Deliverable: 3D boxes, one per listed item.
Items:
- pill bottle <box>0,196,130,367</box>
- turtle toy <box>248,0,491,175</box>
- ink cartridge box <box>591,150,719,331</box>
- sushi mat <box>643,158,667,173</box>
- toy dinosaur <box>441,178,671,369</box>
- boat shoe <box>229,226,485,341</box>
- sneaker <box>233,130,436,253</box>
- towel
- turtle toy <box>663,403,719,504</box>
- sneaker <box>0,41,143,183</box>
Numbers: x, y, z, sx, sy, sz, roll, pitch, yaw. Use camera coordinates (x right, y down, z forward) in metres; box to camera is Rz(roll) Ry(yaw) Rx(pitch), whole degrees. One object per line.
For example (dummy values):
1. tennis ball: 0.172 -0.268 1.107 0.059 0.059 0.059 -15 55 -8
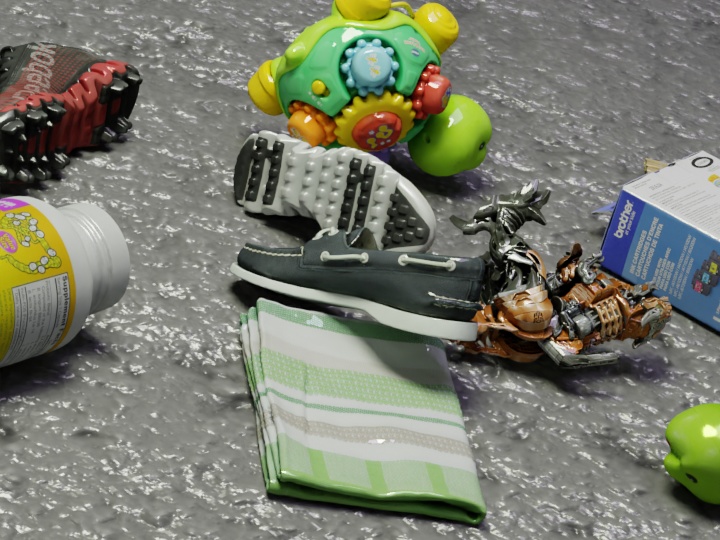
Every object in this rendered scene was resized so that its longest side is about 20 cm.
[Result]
1. pill bottle: -0.241 0.012 1.522 0.104 0.104 0.200 34 32 29
2. turtle toy: 0.019 -0.136 1.890 0.200 0.146 0.101 18 41 -40
3. ink cartridge box: 0.281 -0.022 1.889 0.200 0.076 0.136 33 31 25
4. sushi mat: 0.337 -0.050 2.037 0.200 0.012 0.096 13 30 -6
5. toy dinosaur: 0.119 0.017 1.725 0.200 0.102 0.136 11 42 -31
6. boat shoe: 0.000 0.000 1.669 0.200 0.060 0.076 14 4 28
7. sneaker: -0.006 -0.055 1.781 0.081 0.075 0.200 10 11 -43
8. towel: 0.001 0.089 1.590 0.149 0.031 0.200 8 29 -14
9. turtle toy: 0.303 0.119 1.620 0.200 0.101 0.146 11 5 -4
10. sneaker: -0.247 -0.120 1.794 0.098 0.071 0.200 25 27 15
